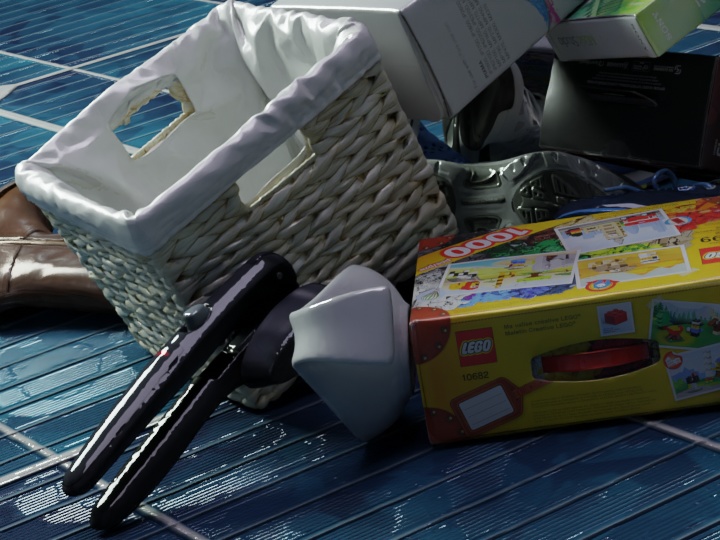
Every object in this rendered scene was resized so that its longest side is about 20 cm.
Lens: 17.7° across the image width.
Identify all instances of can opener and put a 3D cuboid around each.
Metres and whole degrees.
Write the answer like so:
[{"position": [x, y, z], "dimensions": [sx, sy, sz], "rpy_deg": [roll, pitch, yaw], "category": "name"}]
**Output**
[{"position": [-0.096, 0.063, 1.303], "dimensions": [0.200, 0.064, 0.078], "rpy_deg": [-42, 17, -27], "category": "can opener"}]

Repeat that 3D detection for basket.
[{"position": [-0.074, -0.046, 1.460], "dimensions": [0.198, 0.161, 0.200], "rpy_deg": [-41, 27, -16], "category": "basket"}]

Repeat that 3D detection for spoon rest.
[{"position": [-0.004, 0.040, 1.267], "dimensions": [0.060, 0.100, 0.200], "rpy_deg": [-3, -8, 4], "category": "spoon rest"}]

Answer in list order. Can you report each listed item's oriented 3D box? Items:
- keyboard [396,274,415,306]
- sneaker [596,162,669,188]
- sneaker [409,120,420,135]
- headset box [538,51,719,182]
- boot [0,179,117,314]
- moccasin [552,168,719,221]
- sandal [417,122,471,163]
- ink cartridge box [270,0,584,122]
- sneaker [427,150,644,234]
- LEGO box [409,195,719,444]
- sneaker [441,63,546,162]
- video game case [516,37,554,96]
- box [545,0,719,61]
[{"position": [0.000, 0.000, 1.590], "dimensions": [0.103, 0.040, 0.200], "rpy_deg": [5, 14, -20], "category": "keyboard"}, {"position": [0.225, -0.117, 1.721], "dimensions": [0.199, 0.083, 0.074], "rpy_deg": [-23, 20, -39], "category": "sneaker"}, {"position": [-0.056, -0.084, 1.690], "dimensions": [0.199, 0.080, 0.079], "rpy_deg": [-28, 46, 9], "category": "sneaker"}, {"position": [0.229, -0.100, 1.557], "dimensions": [0.199, 0.078, 0.148], "rpy_deg": [10, 1, -41], "category": "headset box"}, {"position": [-0.190, -0.018, 1.680], "dimensions": [0.198, 0.065, 0.187], "rpy_deg": [-6, 31, 24], "category": "boot"}, {"position": [0.219, -0.018, 1.447], "dimensions": [0.198, 0.081, 0.068], "rpy_deg": [7, 36, 12], "category": "moccasin"}, {"position": [0.025, -0.089, 1.741], "dimensions": [0.079, 0.088, 0.200], "rpy_deg": [-15, 21, -26], "category": "sandal"}, {"position": [0.063, -0.191, 1.514], "dimensions": [0.200, 0.086, 0.147], "rpy_deg": [-41, 29, -27], "category": "ink cartridge box"}, {"position": [0.116, -0.047, 1.585], "dimensions": [0.198, 0.079, 0.099], "rpy_deg": [8, 7, 25], "category": "sneaker"}, {"position": [0.133, 0.026, 1.343], "dimensions": [0.198, 0.078, 0.149], "rpy_deg": [-8, 18, 6], "category": "LEGO box"}, {"position": [0.128, -0.124, 1.725], "dimensions": [0.114, 0.076, 0.201], "rpy_deg": [-6, -10, -6], "category": "sneaker"}, {"position": [0.128, -0.151, 1.790], "dimensions": [0.142, 0.018, 0.200], "rpy_deg": [3, -11, -11], "category": "video game case"}, {"position": [0.223, -0.205, 1.486], "dimensions": [0.200, 0.036, 0.144], "rpy_deg": [-40, 15, -14], "category": "box"}]
